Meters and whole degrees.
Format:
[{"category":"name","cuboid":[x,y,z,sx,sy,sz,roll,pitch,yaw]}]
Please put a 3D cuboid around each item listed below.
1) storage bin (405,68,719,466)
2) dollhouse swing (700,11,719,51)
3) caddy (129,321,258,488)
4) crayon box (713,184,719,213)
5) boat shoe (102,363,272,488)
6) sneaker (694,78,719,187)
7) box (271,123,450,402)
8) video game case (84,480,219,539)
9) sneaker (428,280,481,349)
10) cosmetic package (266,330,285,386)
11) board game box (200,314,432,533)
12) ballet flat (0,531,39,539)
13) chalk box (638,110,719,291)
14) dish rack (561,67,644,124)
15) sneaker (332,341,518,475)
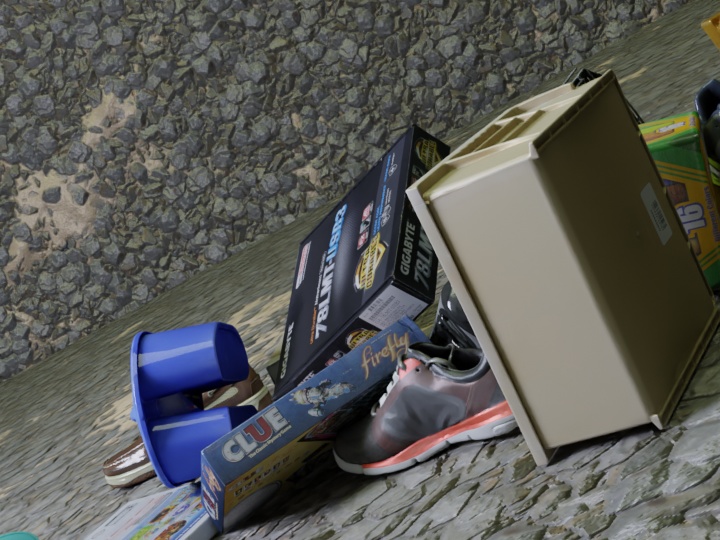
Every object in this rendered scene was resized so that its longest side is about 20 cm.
[{"category":"storage bin","cuboid":[0.150,-0.013,0.867,0.093,0.202,0.198,-20,12,34]},{"category":"dollhouse swing","cuboid":[0.551,-0.321,1.506,0.199,0.182,0.177,-17,34,53]},{"category":"caddy","cuboid":[-0.159,0.122,1.174,0.104,0.143,0.200,-14,-7,3]},{"category":"crayon box","cuboid":[0.368,-0.096,1.142,0.198,0.052,0.126,-26,9,16]},{"category":"boat shoe","cuboid":[-0.199,0.160,1.392,0.201,0.075,0.075,-29,9,-4]},{"category":"sneaker","cuboid":[0.316,-0.098,1.004,0.074,0.081,0.200,-34,22,-4]},{"category":"box","cuboid":[0.000,0.000,1.141,0.198,0.049,0.201,-43,27,40]},{"category":"video game case","cuboid":[-0.186,0.232,1.132,0.199,0.018,0.143,-22,11,38]},{"category":"sneaker","cuboid":[0.089,0.054,1.022,0.079,0.074,0.200,-41,-16,-1]},{"category":"cosmetic package","cuboid":[-0.025,0.080,1.315,0.103,0.074,0.200,-27,8,9]},{"category":"board game box","cuboid":[-0.038,0.125,1.030,0.199,0.035,0.136,-32,-19,-21]},{"category":"ballet flat","cuboid":[-0.358,0.307,1.117,0.200,0.066,0.067,-41,-24,-44]},{"category":"chalk box","cuboid":[0.186,-0.039,1.028,0.198,0.125,0.124,-12,13,16]},{"category":"dish rack","cuboid":[0.180,-0.073,1.146,0.201,0.153,0.054,-52,27,-14]},{"category":"sneaker","cuboid":[0.049,0.092,0.970,0.199,0.082,0.077,-25,9,34]}]
